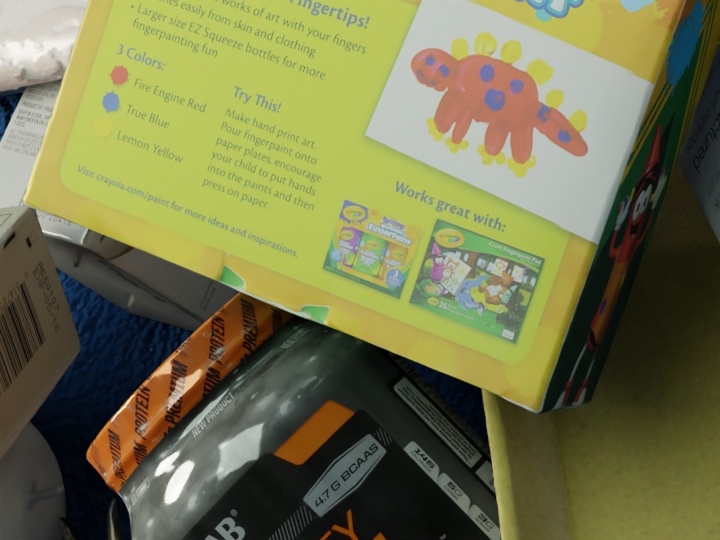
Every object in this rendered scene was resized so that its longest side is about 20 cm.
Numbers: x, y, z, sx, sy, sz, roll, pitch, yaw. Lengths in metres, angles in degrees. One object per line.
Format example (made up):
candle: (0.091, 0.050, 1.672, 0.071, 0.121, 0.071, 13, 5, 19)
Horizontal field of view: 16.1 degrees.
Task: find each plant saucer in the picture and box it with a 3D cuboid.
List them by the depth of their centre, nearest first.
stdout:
plant saucer: (0.141, 0.040, 0.903, 0.199, 0.049, 0.200, -5, 50, -1)

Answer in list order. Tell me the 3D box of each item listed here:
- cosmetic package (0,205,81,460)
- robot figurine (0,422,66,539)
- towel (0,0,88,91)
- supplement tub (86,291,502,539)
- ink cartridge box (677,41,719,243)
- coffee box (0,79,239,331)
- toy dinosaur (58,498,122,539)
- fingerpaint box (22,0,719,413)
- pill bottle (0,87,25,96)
cosmetic package: (-0.229, 0.035, 1.047, 0.199, 0.073, 0.104, -6, 26, 23)
robot figurine: (-0.210, 0.097, 1.132, 0.200, 0.113, 0.170, 21, 98, 40)
towel: (-0.112, -0.167, 1.102, 0.199, 0.032, 0.192, -7, 62, 33)
supplement tub: (0.003, 0.105, 0.917, 0.200, 0.123, 0.123, 45, 97, 4)
ink cartridge box: (0.192, -0.030, 0.822, 0.147, 0.086, 0.200, 114, 147, -41)
coffee box: (-0.073, -0.085, 1.128, 0.080, 0.114, 0.201, 15, 76, 40)
toy dinosaur: (-0.060, 0.096, 1.053, 0.135, 0.086, 0.200, -6, 52, 55)
fingerpaint box: (0.009, -0.065, 0.863, 0.199, 0.073, 0.167, 21, 97, 19)
pill bottle: (-0.178, -0.142, 1.230, 0.199, 0.114, 0.115, -7, 64, 33)
